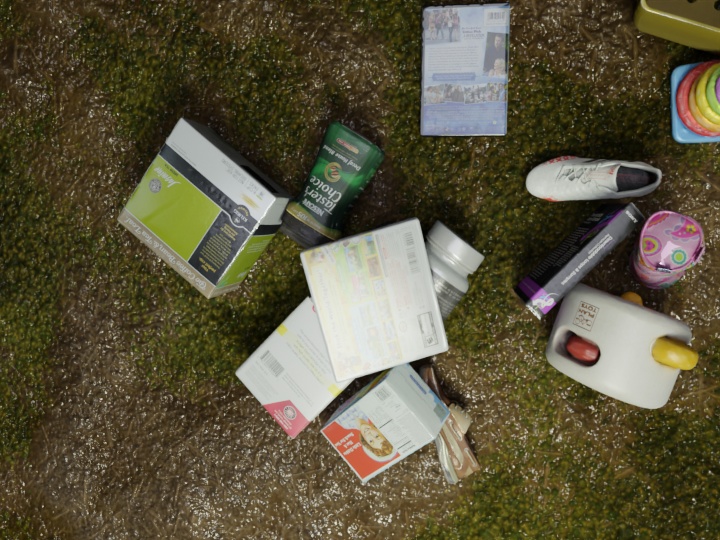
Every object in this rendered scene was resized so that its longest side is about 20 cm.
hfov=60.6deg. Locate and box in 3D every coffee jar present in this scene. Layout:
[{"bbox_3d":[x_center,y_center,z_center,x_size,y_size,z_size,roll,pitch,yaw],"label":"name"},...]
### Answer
[{"bbox_3d":[-0.048,-0.129,0.998,0.103,0.085,0.203,29,99,3],"label":"coffee jar"}]

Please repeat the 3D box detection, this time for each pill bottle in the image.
[{"bbox_3d":[0.100,0.030,0.974,0.113,0.114,0.202,37,99,4],"label":"pill bottle"}]

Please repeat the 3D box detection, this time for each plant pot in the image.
[{"bbox_3d":[0.487,-0.406,0.844,0.195,0.176,0.205,20,98,6],"label":"plant pot"}]

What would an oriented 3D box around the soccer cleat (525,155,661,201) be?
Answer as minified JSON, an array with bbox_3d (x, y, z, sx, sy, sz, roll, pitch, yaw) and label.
[{"bbox_3d":[0.353,-0.140,0.933,0.194,0.085,0.071,2,95,8],"label":"soccer cleat"}]

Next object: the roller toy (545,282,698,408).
[{"bbox_3d":[0.374,0.100,0.898,0.178,0.200,0.143,20,97,12],"label":"roller toy"}]

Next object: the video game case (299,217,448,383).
[{"bbox_3d":[0.022,0.045,0.902,0.177,0.023,0.205,-15,102,-1],"label":"video game case"}]

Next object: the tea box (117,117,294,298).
[{"bbox_3d":[-0.246,-0.099,1.007,0.199,0.134,0.198,39,98,4],"label":"tea box"}]

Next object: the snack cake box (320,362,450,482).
[{"bbox_3d":[0.035,0.242,0.980,0.115,0.067,0.200,47,131,2],"label":"snack cake box"}]

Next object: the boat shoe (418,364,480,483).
[{"bbox_3d":[0.145,0.245,1.010,0.070,0.076,0.205,-17,101,6],"label":"boat shoe"}]

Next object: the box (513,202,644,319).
[{"bbox_3d":[0.319,-0.019,0.920,0.036,0.143,0.200,43,100,1],"label":"box"}]

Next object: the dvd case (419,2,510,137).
[{"bbox_3d":[0.165,-0.318,0.982,0.138,0.018,0.206,1,96,9],"label":"dvd case"}]

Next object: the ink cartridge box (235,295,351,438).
[{"bbox_3d":[-0.083,0.147,1.020,0.200,0.083,0.146,-44,87,10],"label":"ink cartridge box"}]

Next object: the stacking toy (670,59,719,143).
[{"bbox_3d":[0.511,-0.247,0.841,0.106,0.200,0.120,-3,94,9],"label":"stacking toy"}]

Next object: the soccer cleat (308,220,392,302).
[{"bbox_3d":[0.000,0.000,0.975,0.074,0.068,0.200,49,57,-10],"label":"soccer cleat"}]

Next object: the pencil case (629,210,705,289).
[{"bbox_3d":[0.430,-0.024,0.873,0.085,0.199,0.090,-3,81,19],"label":"pencil case"}]
